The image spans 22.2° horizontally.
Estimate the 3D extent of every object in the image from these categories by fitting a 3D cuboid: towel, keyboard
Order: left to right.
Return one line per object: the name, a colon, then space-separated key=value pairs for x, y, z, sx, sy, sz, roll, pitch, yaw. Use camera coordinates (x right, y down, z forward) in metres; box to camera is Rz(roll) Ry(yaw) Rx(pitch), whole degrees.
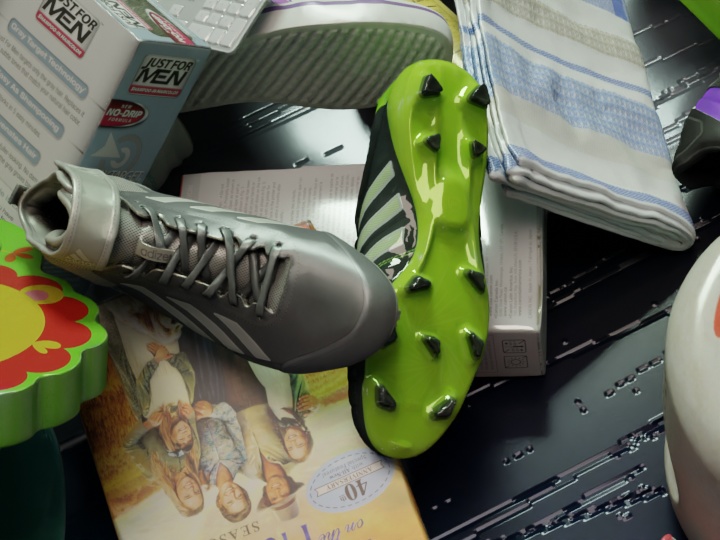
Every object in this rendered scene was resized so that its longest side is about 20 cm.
keyboard: x=-0.129 y=-0.156 z=1.002 sx=0.199 sy=0.011 sz=0.056 roll=17 pitch=62 yaw=36
towel: x=0.111 y=-0.109 z=0.998 sx=0.146 sy=0.024 sz=0.201 roll=17 pitch=49 yaw=-34

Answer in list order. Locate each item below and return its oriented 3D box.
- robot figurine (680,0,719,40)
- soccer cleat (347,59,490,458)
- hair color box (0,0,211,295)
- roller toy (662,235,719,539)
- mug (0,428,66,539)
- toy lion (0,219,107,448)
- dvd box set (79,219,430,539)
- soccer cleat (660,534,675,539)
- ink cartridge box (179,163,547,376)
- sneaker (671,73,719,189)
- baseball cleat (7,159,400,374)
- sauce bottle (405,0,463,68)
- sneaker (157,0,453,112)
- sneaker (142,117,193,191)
robot figurine: x=0.235 y=-0.214 z=1.047 sx=0.198 sy=0.116 sz=0.177 roll=17 pitch=69 yaw=19
soccer cleat: x=0.025 y=-0.004 z=0.909 sx=0.067 sy=0.081 sz=0.202 roll=13 pitch=74 yaw=-21
hair color box: x=-0.169 y=-0.061 z=0.971 sx=0.099 sy=0.060 sz=0.201 roll=41 pitch=113 yaw=27
roller toy: x=0.228 y=0.063 z=0.848 sx=0.199 sy=0.140 sz=0.182 roll=-36 pitch=58 yaw=-14
mug: x=-0.218 y=0.122 z=0.883 sx=0.113 sy=0.153 sz=0.185 roll=5 pitch=23 yaw=15
toy lion: x=-0.205 y=0.021 z=0.857 sx=0.190 sy=0.069 sz=0.200 roll=8 pitch=24 yaw=7
dvd box set: x=-0.057 y=0.092 z=0.906 sx=0.145 sy=0.029 sz=0.201 roll=-20 pitch=71 yaw=1
soccer cleat: x=0.058 y=0.165 z=0.846 sx=0.198 sy=0.067 sz=0.077 roll=-3 pitch=75 yaw=1
ink cartridge box: x=0.000 y=0.000 z=0.983 sx=0.198 sy=0.051 sz=0.110 roll=-2 pitch=57 yaw=9
sneaker: x=0.249 y=-0.030 z=0.957 sx=0.199 sy=0.070 sz=0.100 roll=33 pitch=74 yaw=29
baseball cleat: x=-0.082 y=-0.001 z=0.856 sx=0.199 sy=0.106 sz=0.070 roll=14 pitch=89 yaw=32
sauce bottle: x=0.027 y=-0.129 z=1.057 sx=0.066 sy=0.066 sz=0.200 roll=-33 pitch=52 yaw=-13
sneaker: x=-0.046 y=-0.151 z=1.012 sx=0.198 sy=0.073 sz=0.115 roll=0 pitch=55 yaw=8
sneaker: x=-0.198 y=-0.088 z=1.061 sx=0.199 sy=0.071 sz=0.081 roll=24 pitch=66 yaw=22
